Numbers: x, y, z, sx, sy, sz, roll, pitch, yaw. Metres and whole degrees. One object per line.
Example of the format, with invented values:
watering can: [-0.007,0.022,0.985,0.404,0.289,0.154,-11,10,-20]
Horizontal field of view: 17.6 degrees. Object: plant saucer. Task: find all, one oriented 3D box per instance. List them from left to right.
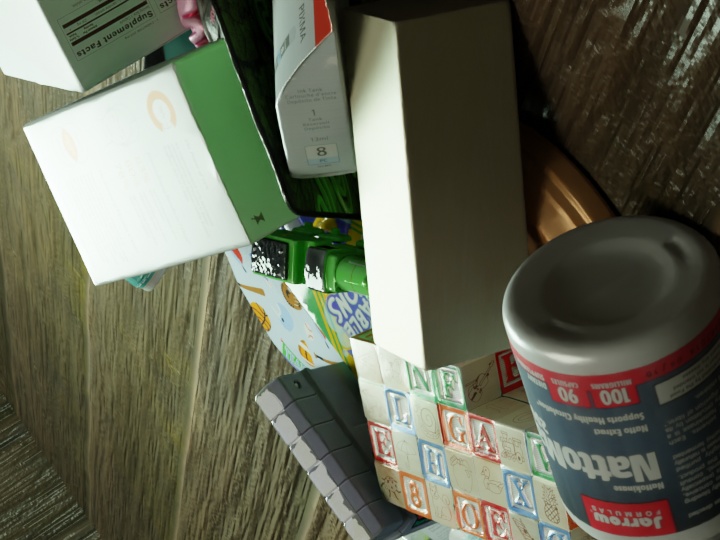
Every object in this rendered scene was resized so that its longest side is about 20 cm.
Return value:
plant saucer: [0.109,0.001,1.390,0.200,0.037,0.200,50,160,25]

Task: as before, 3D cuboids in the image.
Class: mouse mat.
mouse mat: [-0.047,-0.125,1.437,0.161,0.008,0.201,0,-111,-70]

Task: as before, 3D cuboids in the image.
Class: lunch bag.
lunch bag: [-0.040,-0.014,1.707,0.201,0.075,0.160,59,160,-2]

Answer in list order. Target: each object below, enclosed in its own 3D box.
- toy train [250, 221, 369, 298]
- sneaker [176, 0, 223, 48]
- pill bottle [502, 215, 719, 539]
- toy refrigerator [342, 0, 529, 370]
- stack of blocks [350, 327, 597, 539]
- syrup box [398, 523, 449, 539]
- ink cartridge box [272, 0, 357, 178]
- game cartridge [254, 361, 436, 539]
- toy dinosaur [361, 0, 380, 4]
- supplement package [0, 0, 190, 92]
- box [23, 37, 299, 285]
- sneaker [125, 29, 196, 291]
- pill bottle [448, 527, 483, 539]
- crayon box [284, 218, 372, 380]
toy train: [0.000,0.000,1.470,0.200,0.056,0.042,13,103,52]
sneaker: [-0.049,-0.125,1.561,0.095,0.079,0.201,-6,116,58]
pill bottle: [0.157,0.082,1.263,0.120,0.119,0.201,35,152,51]
toy refrigerator: [0.043,-0.053,1.313,0.070,0.076,0.201,24,125,58]
stack of blocks: [0.082,0.100,1.416,0.200,0.058,0.116,15,120,54]
syrup box: [0.104,0.223,1.646,0.200,0.081,0.079,31,148,52]
ink cartridge box: [-0.035,-0.175,1.325,0.200,0.047,0.161,77,-172,-56]
game cartridge: [0.019,0.117,1.587,0.130,0.038,0.200,50,-157,14]
toy dinosaur: [0.020,-0.110,1.427,0.200,0.047,0.088,104,148,-68]
supplement package: [-0.210,-0.253,1.632,0.191,0.147,0.201,19,138,63]
box: [-0.117,-0.076,1.540,0.200,0.097,0.125,-13,104,53]
sneaker: [-0.160,-0.088,1.718,0.071,0.080,0.201,-144,67,-77]
pill bottle: [0.153,0.200,1.485,0.200,0.111,0.111,38,154,45]
crayon box: [0.041,0.036,1.542,0.200,0.051,0.126,52,140,17]
